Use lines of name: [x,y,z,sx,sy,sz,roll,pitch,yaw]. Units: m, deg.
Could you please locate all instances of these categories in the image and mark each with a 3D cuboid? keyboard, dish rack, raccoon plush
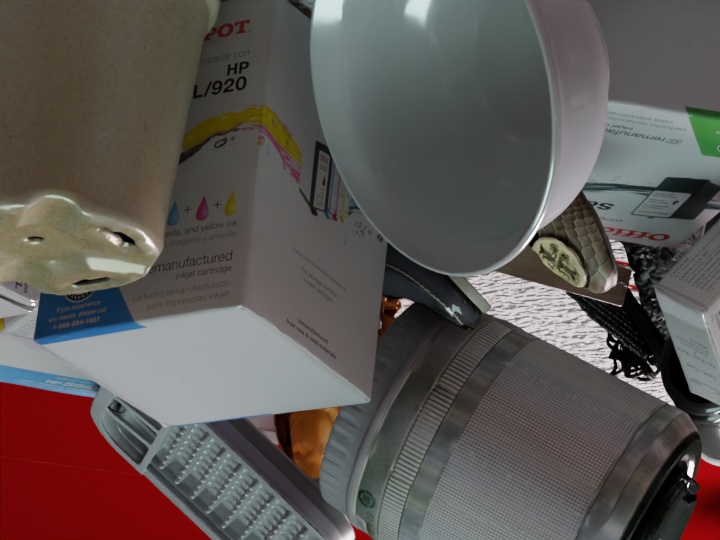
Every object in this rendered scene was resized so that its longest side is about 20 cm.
keyboard: [0.161,0.036,1.692,0.104,0.040,0.200,52,179,-16]
dish rack: [-0.085,0.130,1.669,0.200,0.044,0.172,44,156,4]
raccoon plush: [0.252,-0.004,1.709,0.134,0.097,0.200,-13,156,16]

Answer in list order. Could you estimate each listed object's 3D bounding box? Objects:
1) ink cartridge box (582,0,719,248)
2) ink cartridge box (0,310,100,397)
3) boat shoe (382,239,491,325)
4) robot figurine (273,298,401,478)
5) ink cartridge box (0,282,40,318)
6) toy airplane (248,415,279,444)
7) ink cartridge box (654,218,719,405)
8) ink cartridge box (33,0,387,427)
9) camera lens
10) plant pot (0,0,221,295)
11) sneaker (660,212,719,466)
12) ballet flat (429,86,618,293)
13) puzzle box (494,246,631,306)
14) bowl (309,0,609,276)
ink cartridge box: [0.157,-0.089,1.482,0.146,0.083,0.200,7,160,-13]
ink cartridge box: [-0.175,-0.008,1.662,0.125,0.129,0.200,13,158,-29]
boat shoe: [0.000,0.000,1.548,0.200,0.063,0.073,29,167,45]
robot figurine: [-0.002,0.063,1.672,0.145,0.058,0.200,-3,116,1]
ink cartridge box: [-0.294,-0.038,1.565,0.200,0.145,0.084,-10,157,29]
toy airplane: [-0.029,0.054,1.806,0.200,0.141,0.199,0,-163,-37]
ink cartridge box: [0.274,0.012,1.524,0.045,0.200,0.176,27,152,43]
ink cartridge box: [-0.080,-0.033,1.475,0.147,0.200,0.145,-10,151,30]
camera lens: [0.096,0.124,1.550,0.200,0.160,0.160,27,166,17]
plant pot: [-0.167,-0.093,1.353,0.200,0.184,0.201,1,160,1]
sneaker: [0.234,0.015,1.585,0.071,0.200,0.099,5,164,19]
ballet flat: [0.072,-0.060,1.429,0.046,0.200,0.067,-30,160,-22]
puzzle box: [0.066,-0.023,1.625,0.133,0.025,0.200,15,-176,-32]
bowl: [0.067,-0.104,1.345,0.090,0.201,0.201,-17,174,-36]
